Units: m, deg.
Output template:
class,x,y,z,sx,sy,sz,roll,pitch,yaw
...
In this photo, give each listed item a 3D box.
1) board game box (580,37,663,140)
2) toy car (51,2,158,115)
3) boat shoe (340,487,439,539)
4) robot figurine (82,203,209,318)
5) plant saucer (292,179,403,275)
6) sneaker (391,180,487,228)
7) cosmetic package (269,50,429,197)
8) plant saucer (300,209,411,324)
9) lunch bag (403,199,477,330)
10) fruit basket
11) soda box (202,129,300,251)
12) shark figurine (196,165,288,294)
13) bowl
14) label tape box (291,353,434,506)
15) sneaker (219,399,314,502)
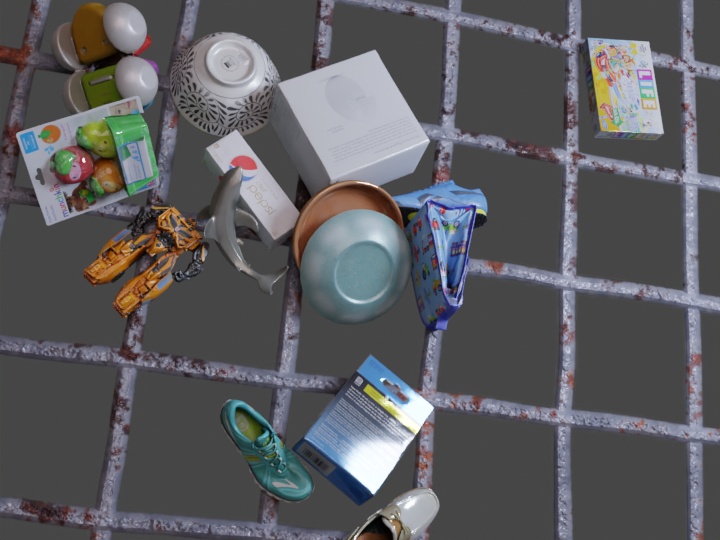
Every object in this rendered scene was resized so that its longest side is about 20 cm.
class,x,y,z,sx,sy,sz,roll,pitch,yaw
board game box,0.510,-0.354,2.008,0.134,0.034,0.200,0,72,-14
toy car,-0.409,-0.348,1.731,0.150,0.175,0.200,-18,97,-61
boat shoe,0.048,0.412,1.631,0.200,0.068,0.075,-33,83,-21
robot figurine,-0.343,-0.023,1.683,0.145,0.058,0.200,46,69,2
plant saucer,-0.024,-0.058,1.736,0.200,0.037,0.201,-8,112,-21
sneaker,0.128,-0.120,1.830,0.200,0.066,0.079,1,61,-14
cosmetic package,-0.022,-0.244,1.789,0.199,0.123,0.200,-23,73,-21
plant saucer,0.000,0.000,1.715,0.201,0.039,0.201,-6,107,-19
lunch bag,0.132,0.003,1.739,0.094,0.151,0.200,5,71,-12
fruit basket,-0.429,-0.172,1.654,0.200,0.185,0.094,-25,46,-23
soda box,-0.184,-0.137,1.756,0.068,0.064,0.200,-35,83,-21
shark figurine,-0.218,-0.049,1.692,0.128,0.089,0.215,-21,92,25
bowl,-0.230,-0.342,1.795,0.200,0.094,0.201,4,73,-12
label tape box,0.007,0.257,1.668,0.144,0.063,0.200,40,52,2
sneaker,-0.151,0.285,1.619,0.077,0.080,0.200,-42,86,-22
